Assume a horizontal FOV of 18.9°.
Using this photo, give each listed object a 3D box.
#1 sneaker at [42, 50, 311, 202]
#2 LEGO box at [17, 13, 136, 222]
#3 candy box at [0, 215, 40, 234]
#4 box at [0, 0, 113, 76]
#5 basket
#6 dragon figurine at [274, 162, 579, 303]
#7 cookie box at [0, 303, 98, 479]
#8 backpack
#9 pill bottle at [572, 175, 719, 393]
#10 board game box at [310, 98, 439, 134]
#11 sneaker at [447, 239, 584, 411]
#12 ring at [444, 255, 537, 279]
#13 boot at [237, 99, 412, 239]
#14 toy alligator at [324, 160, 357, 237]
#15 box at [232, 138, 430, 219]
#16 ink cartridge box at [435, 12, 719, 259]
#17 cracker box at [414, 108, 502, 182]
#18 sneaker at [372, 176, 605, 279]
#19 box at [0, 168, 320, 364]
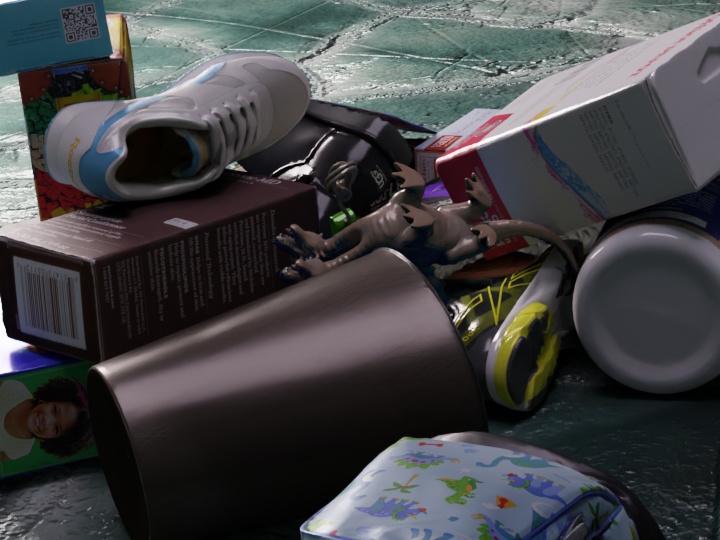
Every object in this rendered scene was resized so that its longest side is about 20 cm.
[{"bbox_3d":[-0.108,-0.090,1.447,0.199,0.077,0.081,-23,31,-32],"label":"sneaker"},{"bbox_3d":[-0.200,-0.097,1.595,0.076,0.150,0.200,-8,16,-4],"label":"LEGO box"},{"bbox_3d":[-0.222,0.000,1.658,0.199,0.062,0.136,-17,21,-32],"label":"candy box"},{"bbox_3d":[-0.234,-0.184,1.550,0.082,0.050,0.200,-12,16,-12],"label":"box"},{"bbox_3d":[-0.051,0.084,1.283,0.199,0.137,0.180,-17,32,-19],"label":"basket"},{"bbox_3d":[0.040,-0.014,1.420,0.199,0.099,0.059,7,54,-33],"label":"dragon figurine"},{"bbox_3d":[-0.173,0.060,1.454,0.198,0.076,0.171,-12,19,-20],"label":"cookie box"},{"bbox_3d":[0.045,0.156,1.066,0.162,0.155,0.200,14,39,28],"label":"backpack"},{"bbox_3d":[0.216,-0.005,1.478,0.115,0.117,0.200,1,21,16],"label":"pill bottle"},{"bbox_3d":[-0.030,-0.112,1.754,0.157,0.039,0.200,11,0,20],"label":"board game box"},{"bbox_3d":[0.100,0.029,1.473,0.084,0.075,0.200,2,21,21],"label":"sneaker"},{"bbox_3d":[0.098,-0.025,1.712,0.198,0.019,0.201,-5,18,2],"label":"ring"},{"bbox_3d":[-0.076,-0.051,1.612,0.199,0.077,0.168,15,56,45],"label":"boot"},{"bbox_3d":[0.000,0.000,1.489,0.059,0.201,0.054,-28,63,-14],"label":"toy alligator"},{"bbox_3d":[-0.050,-0.061,1.780,0.160,0.050,0.200,4,23,37],"label":"box"},{"bbox_3d":[0.171,-0.093,1.458,0.199,0.086,0.147,-16,15,47],"label":"ink cartridge box"},{"bbox_3d":[0.159,-0.084,1.752,0.198,0.058,0.134,6,21,25],"label":"cracker box"},{"bbox_3d":[0.096,-0.046,1.638,0.198,0.070,0.100,-9,18,-12],"label":"sneaker"},{"bbox_3d":[-0.127,-0.007,1.411,0.100,0.076,0.199,12,22,41],"label":"box"}]
